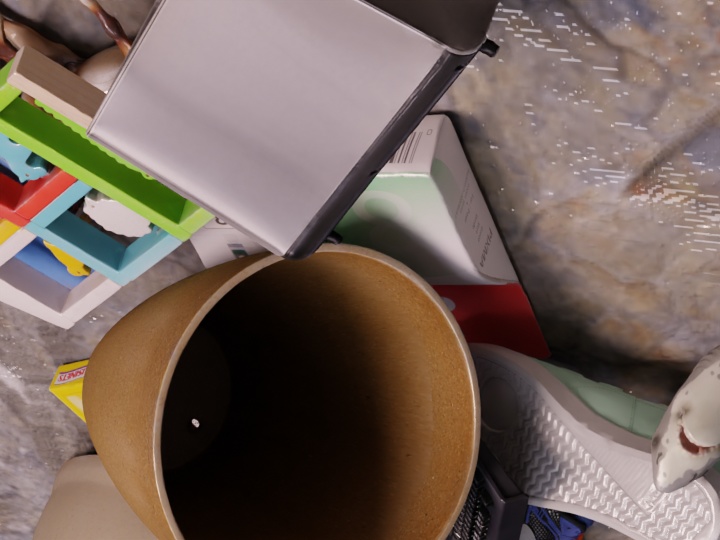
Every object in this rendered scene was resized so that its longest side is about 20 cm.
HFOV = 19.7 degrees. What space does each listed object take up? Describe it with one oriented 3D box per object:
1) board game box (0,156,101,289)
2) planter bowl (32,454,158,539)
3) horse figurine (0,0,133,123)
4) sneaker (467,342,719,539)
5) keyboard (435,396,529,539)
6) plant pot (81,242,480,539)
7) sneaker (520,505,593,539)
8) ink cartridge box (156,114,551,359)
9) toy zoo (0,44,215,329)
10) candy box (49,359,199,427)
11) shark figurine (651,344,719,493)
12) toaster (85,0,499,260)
[{"bbox_3d":[-0.219,-0.061,1.152,0.158,0.039,0.200,-1,144,48],"label":"board game box"},{"bbox_3d":[-0.145,0.235,1.391,0.200,0.135,0.200,21,150,12],"label":"planter bowl"},{"bbox_3d":[-0.135,-0.103,1.053,0.199,0.050,0.133,-3,137,28],"label":"horse figurine"},{"bbox_3d":[0.141,0.094,1.150,0.200,0.118,0.074,27,112,33],"label":"sneaker"},{"bbox_3d":[0.071,0.155,1.164,0.127,0.021,0.200,51,164,21],"label":"keyboard"},{"bbox_3d":[-0.068,0.076,1.104,0.186,0.187,0.200,41,162,-26],"label":"plant pot"},{"bbox_3d":[0.112,0.148,1.243,0.078,0.075,0.200,-1,141,21],"label":"sneaker"},{"bbox_3d":[0.000,0.000,1.126,0.161,0.050,0.200,0,137,26],"label":"ink cartridge box"},{"bbox_3d":[-0.171,-0.032,1.084,0.131,0.021,0.200,32,140,-24],"label":"toy zoo"},{"bbox_3d":[-0.101,0.121,1.344,0.102,0.026,0.200,-11,134,41],"label":"candy box"},{"bbox_3d":[0.252,0.052,1.073,0.214,0.129,0.090,-1,168,-1],"label":"shark figurine"},{"bbox_3d":[-0.013,-0.121,0.868,0.118,0.181,0.200,30,142,-9],"label":"toaster"}]
